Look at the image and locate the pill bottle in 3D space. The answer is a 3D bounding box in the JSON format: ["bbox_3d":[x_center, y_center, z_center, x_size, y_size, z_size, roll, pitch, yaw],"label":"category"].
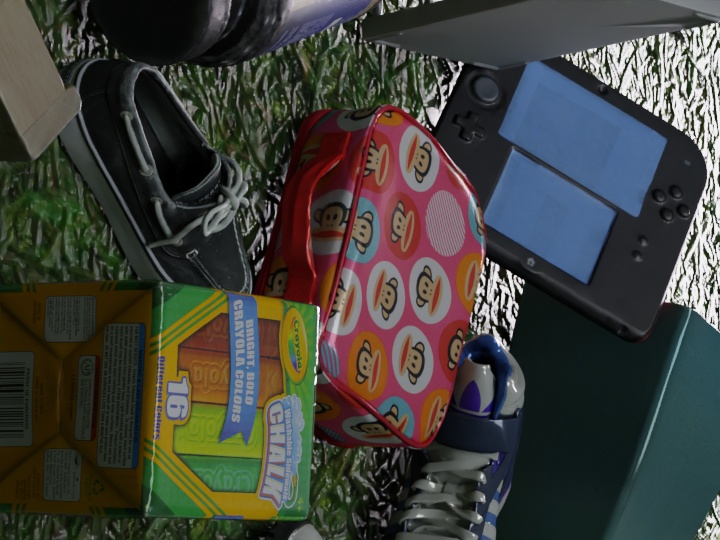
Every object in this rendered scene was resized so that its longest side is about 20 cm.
[{"bbox_3d":[-0.067,-0.181,1.464,0.200,0.111,0.112,-30,113,-55],"label":"pill bottle"}]

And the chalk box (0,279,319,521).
[{"bbox_3d":[-0.103,0.075,1.386,0.200,0.123,0.126,8,82,-57],"label":"chalk box"}]

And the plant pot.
[{"bbox_3d":[0.178,0.133,1.818,0.141,0.141,0.201,37,67,-51],"label":"plant pot"}]

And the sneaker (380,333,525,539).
[{"bbox_3d":[0.058,0.131,1.644,0.200,0.080,0.147,-63,159,-50],"label":"sneaker"}]

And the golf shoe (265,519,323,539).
[{"bbox_3d":[-0.009,0.248,1.556,0.078,0.094,0.201,-23,107,-54],"label":"golf shoe"}]

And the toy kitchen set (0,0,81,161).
[{"bbox_3d":[-0.172,-0.110,1.231,0.200,0.180,0.164,-53,132,-39],"label":"toy kitchen set"}]

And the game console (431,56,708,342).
[{"bbox_3d":[0.142,-0.064,1.764,0.199,0.031,0.177,30,54,-8],"label":"game console"}]

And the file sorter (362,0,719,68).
[{"bbox_3d":[0.119,-0.217,1.652,0.138,0.199,0.125,8,78,-46],"label":"file sorter"}]

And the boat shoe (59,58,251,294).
[{"bbox_3d":[-0.101,-0.045,1.445,0.074,0.068,0.200,-60,136,-39],"label":"boat shoe"}]

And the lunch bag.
[{"bbox_3d":[0.000,0.000,1.590,0.176,0.082,0.201,43,54,-47],"label":"lunch bag"}]
